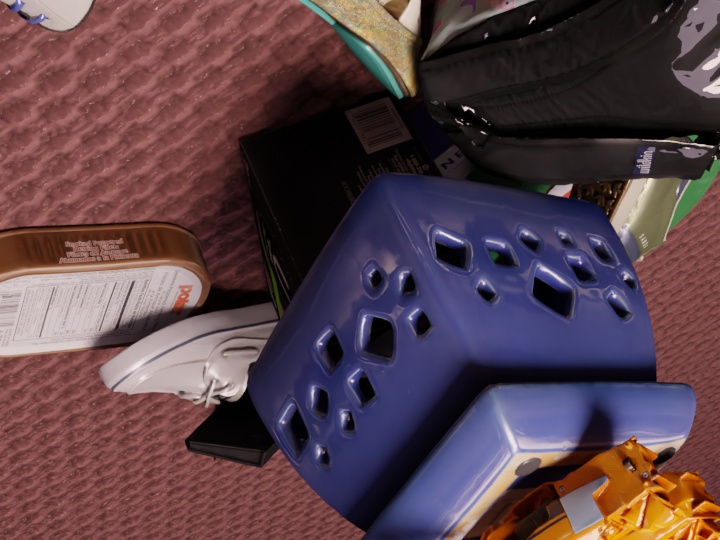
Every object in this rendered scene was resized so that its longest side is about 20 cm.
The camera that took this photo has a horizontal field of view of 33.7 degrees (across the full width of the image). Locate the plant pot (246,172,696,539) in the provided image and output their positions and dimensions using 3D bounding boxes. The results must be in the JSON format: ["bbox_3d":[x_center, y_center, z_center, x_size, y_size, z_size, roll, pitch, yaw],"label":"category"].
[{"bbox_3d":[0.072,0.079,0.735,0.199,0.181,0.201,4,135,-36],"label":"plant pot"}]

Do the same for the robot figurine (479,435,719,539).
[{"bbox_3d":[0.100,0.173,0.665,0.200,0.058,0.145,-41,141,17],"label":"robot figurine"}]

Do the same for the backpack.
[{"bbox_3d":[0.137,-0.138,0.733,0.198,0.127,0.168,-11,128,28],"label":"backpack"}]

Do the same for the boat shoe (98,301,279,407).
[{"bbox_3d":[-0.113,0.073,0.939,0.199,0.066,0.073,-15,163,-47],"label":"boat shoe"}]

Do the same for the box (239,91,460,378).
[{"bbox_3d":[0.000,0.000,0.878,0.123,0.149,0.201,-19,147,-11],"label":"box"}]

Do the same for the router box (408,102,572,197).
[{"bbox_3d":[0.157,-0.123,0.906,0.199,0.049,0.179,-37,147,19],"label":"router box"}]

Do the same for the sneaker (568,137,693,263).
[{"bbox_3d":[0.179,-0.018,0.854,0.089,0.067,0.201,-1,129,-34],"label":"sneaker"}]

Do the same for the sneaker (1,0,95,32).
[{"bbox_3d":[-0.183,-0.159,0.574,0.198,0.081,0.116,-20,147,-12],"label":"sneaker"}]

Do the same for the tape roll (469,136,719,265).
[{"bbox_3d":[0.178,-0.068,0.907,0.199,0.048,0.201,-18,149,-11],"label":"tape roll"}]

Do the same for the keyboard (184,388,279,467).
[{"bbox_3d":[-0.046,0.110,0.981,0.126,0.021,0.200,3,-158,22],"label":"keyboard"}]

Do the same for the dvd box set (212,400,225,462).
[{"bbox_3d":[-0.038,0.125,1.137,0.198,0.030,0.147,-11,156,-24],"label":"dvd box set"}]

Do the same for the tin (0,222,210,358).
[{"bbox_3d":[-0.205,0.017,0.869,0.198,0.042,0.112,-5,148,-31],"label":"tin"}]

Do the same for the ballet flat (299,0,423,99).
[{"bbox_3d":[-0.001,-0.168,0.714,0.070,0.071,0.200,-35,148,16],"label":"ballet flat"}]
